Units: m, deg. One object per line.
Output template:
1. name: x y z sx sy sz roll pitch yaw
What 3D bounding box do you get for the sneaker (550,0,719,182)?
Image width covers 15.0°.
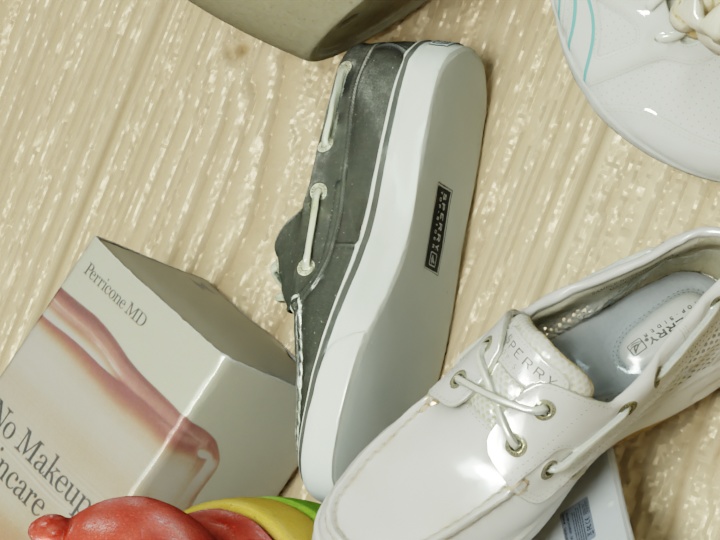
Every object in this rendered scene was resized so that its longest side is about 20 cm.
1. sneaker: 0.103 -0.121 1.041 0.070 0.080 0.201 -34 90 -20

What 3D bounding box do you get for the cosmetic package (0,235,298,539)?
1. cosmetic package: -0.115 0.100 1.155 0.103 0.087 0.200 38 98 36

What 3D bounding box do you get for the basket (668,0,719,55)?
1. basket: 0.243 -0.116 0.916 0.161 0.198 0.200 30 94 38

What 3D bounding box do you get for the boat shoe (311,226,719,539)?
1. boat shoe: 0.063 0.045 1.009 0.200 0.069 0.071 -36 61 -19

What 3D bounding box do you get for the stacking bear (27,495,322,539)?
1. stacking bear: -0.048 0.137 1.030 0.114 0.200 0.121 -50 55 11

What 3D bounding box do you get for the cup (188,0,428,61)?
1. cup: -0.021 -0.173 1.132 0.200 0.200 0.143 -36 85 20

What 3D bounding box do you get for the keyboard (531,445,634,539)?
1. keyboard: 0.076 0.101 1.024 0.056 0.011 0.200 -31 34 17

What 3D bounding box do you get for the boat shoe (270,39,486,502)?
1. boat shoe: 0.000 0.000 1.122 0.064 0.071 0.201 5 71 29
